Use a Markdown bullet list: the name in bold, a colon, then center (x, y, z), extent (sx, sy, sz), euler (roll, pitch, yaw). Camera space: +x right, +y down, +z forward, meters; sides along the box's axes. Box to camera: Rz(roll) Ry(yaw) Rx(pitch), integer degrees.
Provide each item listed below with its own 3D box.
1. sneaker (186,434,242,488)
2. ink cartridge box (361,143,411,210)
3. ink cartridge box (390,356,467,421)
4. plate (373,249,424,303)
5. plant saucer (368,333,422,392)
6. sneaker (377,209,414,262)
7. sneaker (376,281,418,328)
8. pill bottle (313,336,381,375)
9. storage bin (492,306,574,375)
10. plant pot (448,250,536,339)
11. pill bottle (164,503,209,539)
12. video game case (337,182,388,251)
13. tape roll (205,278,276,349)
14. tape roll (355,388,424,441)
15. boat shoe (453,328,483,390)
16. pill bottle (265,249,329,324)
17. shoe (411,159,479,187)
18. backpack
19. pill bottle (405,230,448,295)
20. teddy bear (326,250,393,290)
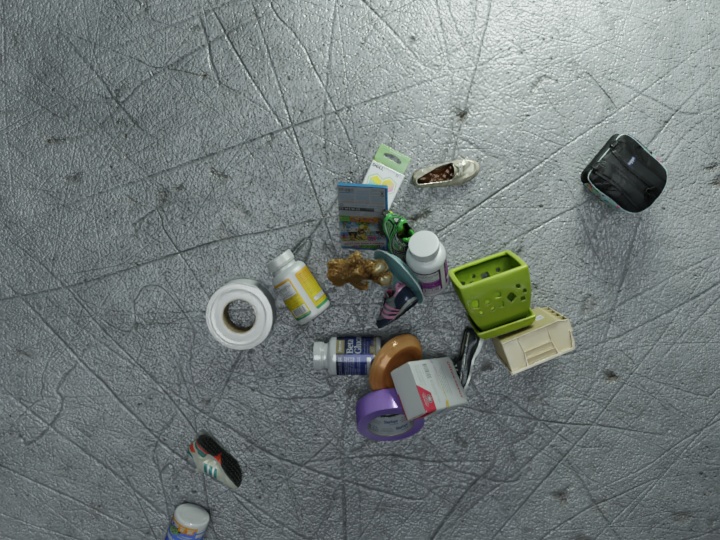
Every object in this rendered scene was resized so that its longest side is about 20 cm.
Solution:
- **sneaker**: center (-0.454, 0.602, 1.841), extent (0.093, 0.070, 0.200), euler (-38, 99, 24)
- **ink cartridge box**: center (0.061, -0.250, 1.703), extent (0.103, 0.059, 0.202), euler (25, 98, -3)
- **ink cartridge box**: center (0.196, 0.334, 1.694), extent (0.085, 0.199, 0.149), euler (-36, 64, 36)
- **plate**: center (0.114, 0.012, 1.679), extent (0.026, 0.200, 0.201), euler (-41, 96, -13)
- **plant saucer**: center (0.110, 0.281, 1.729), extent (0.199, 0.037, 0.202), euler (-22, 127, -33)
- **sneaker**: center (0.118, -0.082, 1.676), extent (0.085, 0.200, 0.078), euler (26, 73, 38)
- **sneaker**: center (0.092, 0.098, 1.715), extent (0.082, 0.070, 0.200), euler (55, 140, 9)
- **pill bottle**: center (-0.038, 0.251, 1.752), extent (0.197, 0.111, 0.112), euler (-1, 98, 1)
- **storage bin**: center (0.483, 0.191, 1.693), extent (0.197, 0.200, 0.095), euler (-23, 95, 4)
- **plant pot**: center (0.376, 0.073, 1.683), extent (0.197, 0.200, 0.183), euler (-19, 105, 4)
- **pill bottle**: center (-0.551, 0.841, 1.846), extent (0.111, 0.112, 0.202), euler (20, 97, -2)
- **video game case**: center (0.009, -0.149, 1.686), extent (0.141, 0.018, 0.202), euler (5, 123, 12)
- **tape roll**: center (-0.351, 0.128, 1.760), extent (0.200, 0.071, 0.205), euler (0, 98, 1)
- **tape roll**: center (0.086, 0.425, 1.743), extent (0.198, 0.066, 0.201), euler (-3, 139, -3)
- **boat shoe**: center (0.307, 0.271, 1.774), extent (0.060, 0.076, 0.202), euler (19, 86, -3)
- **pill bottle**: center (-0.186, 0.045, 1.724), extent (0.112, 0.113, 0.201), euler (-33, 97, 5)
- **shoe**: center (0.245, -0.273, 1.700), extent (0.198, 0.053, 0.071), euler (-12, 98, 3)
- **backpack**: center (0.731, -0.258, 1.647), extent (0.199, 0.151, 0.178), euler (38, 100, 3)
- **pill bottle**: center (0.185, -0.022, 1.657), extent (0.111, 0.201, 0.113), euler (-6, 58, 9)
- **teddy bear**: center (0.000, 0.000, 1.713), extent (0.199, 0.067, 0.145), euler (-14, 139, 40)
